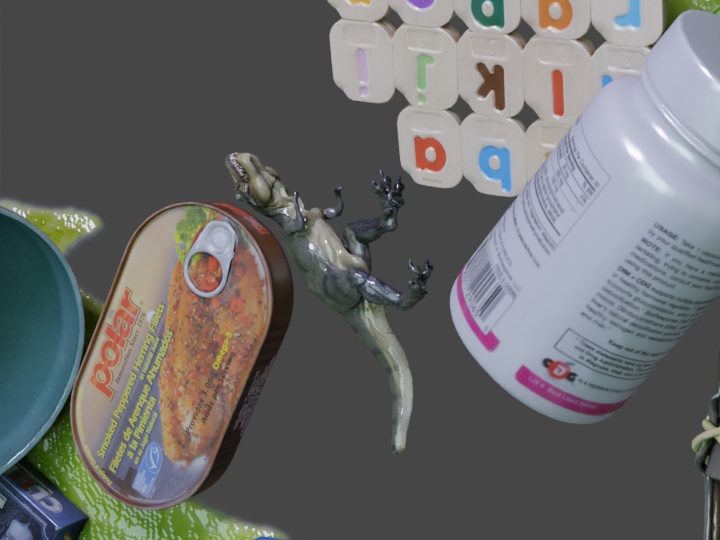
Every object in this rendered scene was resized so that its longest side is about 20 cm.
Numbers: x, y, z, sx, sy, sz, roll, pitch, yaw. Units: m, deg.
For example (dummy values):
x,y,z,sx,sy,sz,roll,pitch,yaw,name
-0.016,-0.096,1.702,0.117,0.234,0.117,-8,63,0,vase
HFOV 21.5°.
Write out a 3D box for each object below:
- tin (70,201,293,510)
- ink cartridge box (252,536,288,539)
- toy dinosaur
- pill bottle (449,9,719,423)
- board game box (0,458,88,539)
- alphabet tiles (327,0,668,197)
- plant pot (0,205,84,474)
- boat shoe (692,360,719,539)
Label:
x,y,z,sx,sy,sz,roll,pitch,yaw,name
-0.111,0.052,1.175,0.111,0.042,0.201,30,109,17,tin
0.006,0.247,1.109,0.198,0.086,0.148,4,98,29,ink cartridge box
0.000,0.000,1.107,0.088,0.047,0.201,-38,80,36,toy dinosaur
0.143,-0.026,0.975,0.113,0.113,0.200,46,121,16,pill bottle
-0.290,0.159,1.283,0.199,0.035,0.136,37,111,19,board game box
0.072,-0.132,1.036,0.198,0.015,0.197,8,120,25,alphabet tiles
-0.292,0.028,1.196,0.134,0.199,0.202,35,113,49,plant pot
0.207,0.105,0.981,0.072,0.060,0.204,-170,74,-65,boat shoe
